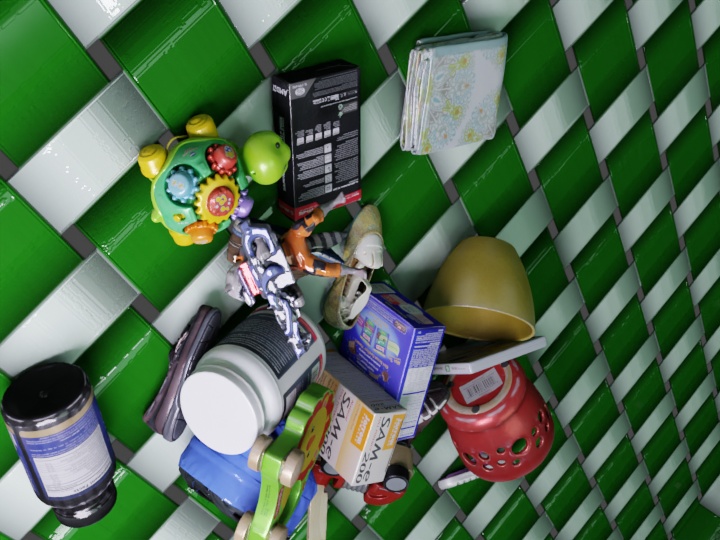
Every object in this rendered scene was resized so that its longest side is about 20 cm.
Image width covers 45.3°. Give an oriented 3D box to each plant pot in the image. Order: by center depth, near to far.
[{"bbox_3d":[0.212,0.026,1.495,0.199,0.197,0.145,31,63,-46],"label":"plant pot"},{"bbox_3d":[0.252,0.267,1.645,0.200,0.199,0.184,-42,126,-15],"label":"plant pot"}]

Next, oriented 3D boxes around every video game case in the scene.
[{"bbox_3d":[0.206,0.153,1.554,0.197,0.181,0.023,-13,92,-36],"label":"video game case"}]

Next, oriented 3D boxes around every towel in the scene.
[{"bbox_3d":[0.148,-0.280,1.351,0.197,0.048,0.175,-17,126,-35],"label":"towel"}]

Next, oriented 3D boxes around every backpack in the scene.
[{"bbox_3d":[-0.168,0.283,1.288,0.170,0.160,0.200,-63,147,-12],"label":"backpack"}]

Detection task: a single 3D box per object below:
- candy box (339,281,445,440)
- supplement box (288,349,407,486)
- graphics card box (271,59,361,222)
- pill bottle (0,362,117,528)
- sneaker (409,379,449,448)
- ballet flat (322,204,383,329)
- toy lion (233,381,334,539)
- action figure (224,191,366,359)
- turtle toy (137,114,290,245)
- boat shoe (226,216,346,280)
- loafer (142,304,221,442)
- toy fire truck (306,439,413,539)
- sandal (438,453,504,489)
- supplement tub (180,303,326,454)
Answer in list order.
[{"bbox_3d":[0.040,0.146,1.399,0.076,0.168,0.204,0,113,-37],"label":"candy box"},{"bbox_3d":[-0.029,0.226,1.358,0.072,0.199,0.129,3,111,-42],"label":"supplement box"},{"bbox_3d":[-0.059,-0.182,1.212,0.124,0.051,0.204,-22,127,-32],"label":"graphics card box"},{"bbox_3d":[-0.378,0.229,1.108,0.111,0.111,0.204,-27,129,-28],"label":"pill bottle"},{"bbox_3d":[0.086,0.293,1.603,0.198,0.076,0.117,-32,137,-11],"label":"sneaker"},{"bbox_3d":[0.000,0.000,1.356,0.070,0.070,0.204,11,105,-44],"label":"ballet flat"},{"bbox_3d":[-0.092,0.262,1.183,0.192,0.067,0.204,-42,149,-62],"label":"toy lion"},{"bbox_3d":[-0.091,0.007,1.169,0.190,0.105,0.204,-17,107,-10],"label":"action figure"},{"bbox_3d":[-0.181,-0.116,1.101,0.199,0.101,0.148,-37,133,-21],"label":"turtle toy"},{"bbox_3d":[-0.110,-0.020,1.250,0.197,0.072,0.073,20,105,-36],"label":"boat shoe"},{"bbox_3d":[-0.254,0.138,1.208,0.072,0.062,0.204,-13,124,-75],"label":"loafer"},{"bbox_3d":[-0.018,0.375,1.497,0.172,0.130,0.202,17,130,-13],"label":"toy fire truck"},{"bbox_3d":[0.246,0.405,1.812,0.199,0.082,0.051,-15,79,-34],"label":"sandal"},{"bbox_3d":[-0.146,0.147,1.205,0.200,0.138,0.143,-44,143,-55],"label":"supplement tub"}]
